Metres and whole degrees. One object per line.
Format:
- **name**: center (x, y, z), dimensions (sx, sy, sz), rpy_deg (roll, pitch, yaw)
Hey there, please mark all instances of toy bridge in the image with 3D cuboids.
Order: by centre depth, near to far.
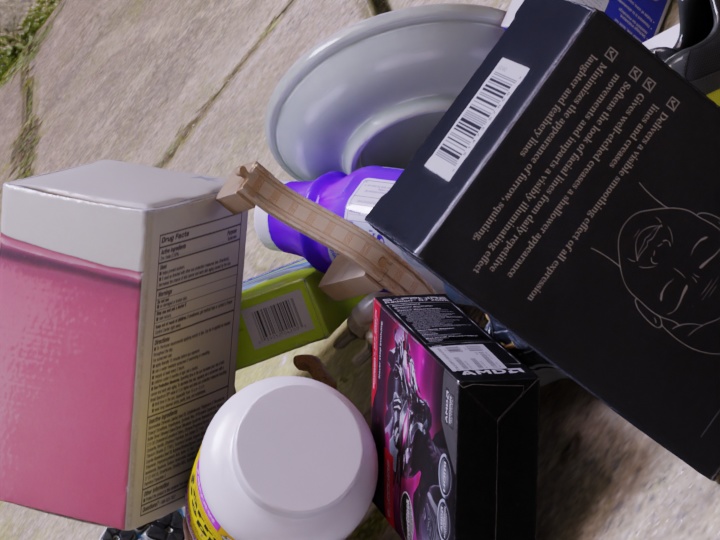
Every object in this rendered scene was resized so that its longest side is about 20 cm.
- **toy bridge**: center (0.000, 0.000, 1.720), dimensions (0.027, 0.200, 0.067), rpy_deg (-58, 20, -21)

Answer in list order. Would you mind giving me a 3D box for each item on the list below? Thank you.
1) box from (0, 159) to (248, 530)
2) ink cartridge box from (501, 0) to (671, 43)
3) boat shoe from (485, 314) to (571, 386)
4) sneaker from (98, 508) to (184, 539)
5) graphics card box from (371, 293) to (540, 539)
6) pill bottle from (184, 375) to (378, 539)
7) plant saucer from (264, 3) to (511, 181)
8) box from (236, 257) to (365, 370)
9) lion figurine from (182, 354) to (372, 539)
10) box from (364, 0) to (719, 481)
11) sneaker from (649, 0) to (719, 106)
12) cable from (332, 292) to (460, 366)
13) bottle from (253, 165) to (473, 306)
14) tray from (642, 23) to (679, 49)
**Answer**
- **box**: center (-0.149, 0.043, 1.748), dimensions (0.128, 0.108, 0.202), rpy_deg (-18, -65, -62)
- **ink cartridge box**: center (0.149, -0.172, 1.822), dimensions (0.037, 0.095, 0.201), rpy_deg (-26, 33, 47)
- **boat shoe**: center (0.096, 0.014, 1.602), dimensions (0.071, 0.091, 0.200), rpy_deg (-49, 11, -11)
- **sneaker**: center (-0.134, 0.182, 1.975), dimensions (0.201, 0.078, 0.090), rpy_deg (-62, 0, -33)
- **graphics card box**: center (0.049, 0.095, 1.573), dimensions (0.200, 0.050, 0.126), rpy_deg (-137, 47, -71)
- **pill bottle**: center (-0.046, 0.121, 1.659), dimensions (0.105, 0.104, 0.200), rpy_deg (-59, -1, -16)
- **plant saucer**: center (0.038, -0.093, 1.849), dimensions (0.200, 0.199, 0.050), rpy_deg (-41, 48, 36)
- **box**: center (-0.067, 0.031, 1.905), dimensions (0.121, 0.048, 0.200), rpy_deg (-20, 4, 10)
- **lion figurine**: center (-0.044, 0.125, 1.814), dimensions (0.199, 0.072, 0.123), rpy_deg (-22, 61, 49)
- **box**: center (0.131, -0.019, 1.421), dimensions (0.149, 0.200, 0.107), rpy_deg (-53, 17, 0)
- **sneaker**: center (0.179, -0.077, 1.592), dimensions (0.074, 0.084, 0.201), rpy_deg (-20, 38, 61)
- **cable**: center (0.060, -0.013, 1.832), dimensions (0.200, 0.050, 0.097), rpy_deg (-52, 15, 8)
- **bottle**: center (0.019, -0.025, 1.794), dimensions (0.199, 0.084, 0.065), rpy_deg (9, 52, 40)
- **tray**: center (0.167, -0.069, 1.710), dimensions (0.107, 0.022, 0.201), rpy_deg (-27, 32, 56)
